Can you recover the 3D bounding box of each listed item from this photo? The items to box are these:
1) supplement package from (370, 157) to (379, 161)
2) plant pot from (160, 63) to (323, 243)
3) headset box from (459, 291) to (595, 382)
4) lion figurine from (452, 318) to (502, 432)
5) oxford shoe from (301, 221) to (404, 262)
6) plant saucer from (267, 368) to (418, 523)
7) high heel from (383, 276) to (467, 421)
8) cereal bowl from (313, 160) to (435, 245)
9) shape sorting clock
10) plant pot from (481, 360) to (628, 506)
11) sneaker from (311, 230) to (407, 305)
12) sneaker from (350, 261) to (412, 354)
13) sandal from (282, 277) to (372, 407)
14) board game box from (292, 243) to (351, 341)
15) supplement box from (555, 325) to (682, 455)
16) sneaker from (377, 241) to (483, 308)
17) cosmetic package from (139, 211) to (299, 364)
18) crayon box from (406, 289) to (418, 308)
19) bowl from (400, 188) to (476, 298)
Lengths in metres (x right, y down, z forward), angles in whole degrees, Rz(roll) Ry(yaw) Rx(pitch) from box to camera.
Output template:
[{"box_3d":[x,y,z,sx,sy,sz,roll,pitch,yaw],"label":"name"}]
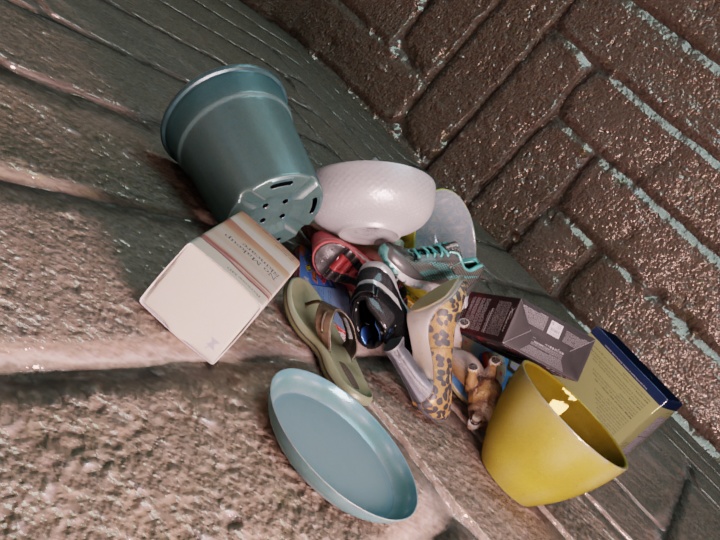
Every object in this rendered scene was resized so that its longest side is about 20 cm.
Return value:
[{"box_3d":[0.052,-0.101,1.577,0.200,0.117,0.118,47,-13,22],"label":"supplement package"},{"box_3d":[-0.158,-0.150,1.130,0.200,0.200,0.197,20,34,-55],"label":"plant pot"},{"box_3d":[0.248,0.100,1.263,0.148,0.075,0.200,28,-6,-18],"label":"headset box"},{"box_3d":[0.161,0.149,1.237,0.123,0.072,0.201,87,-21,-49],"label":"lion figurine"},{"box_3d":[-0.016,-0.052,1.324,0.199,0.074,0.071,27,-27,27],"label":"oxford shoe"},{"box_3d":[-0.022,0.184,0.824,0.200,0.027,0.200,38,15,-13],"label":"plant saucer"},{"box_3d":[0.122,0.111,1.144,0.200,0.071,0.143,-45,112,-36],"label":"high heel"},{"box_3d":[0.014,-0.091,1.195,0.200,0.199,0.084,22,66,-53],"label":"cereal bowl"},{"box_3d":[0.208,0.149,1.347,0.199,0.039,0.201,22,54,-33],"label":"shape sorting clock"},{"box_3d":[0.256,0.250,1.130,0.200,0.142,0.200,39,14,-12],"label":"plant pot"},{"box_3d":[0.000,0.000,1.241,0.200,0.074,0.087,40,12,-30],"label":"sneaker"},{"box_3d":[0.041,0.096,1.165,0.201,0.073,0.112,57,32,-25],"label":"sneaker"},{"box_3d":[-0.031,0.083,1.010,0.080,0.057,0.201,14,35,-52],"label":"sandal"},{"box_3d":[-0.057,0.032,1.176,0.103,0.019,0.200,41,14,-17],"label":"board game box"},{"box_3d":[0.489,0.258,1.595,0.134,0.200,0.200,21,25,-54],"label":"supplement box"},{"box_3d":[0.113,-0.014,1.237,0.199,0.092,0.078,24,19,-38],"label":"sneaker"},{"box_3d":[-0.145,0.010,0.873,0.103,0.087,0.200,42,15,-5],"label":"cosmetic package"},{"box_3d":[0.069,0.046,1.404,0.127,0.051,0.200,40,15,-12],"label":"crayon box"},{"box_3d":[0.108,-0.040,1.386,0.107,0.202,0.200,-1,-17,39],"label":"bowl"}]
